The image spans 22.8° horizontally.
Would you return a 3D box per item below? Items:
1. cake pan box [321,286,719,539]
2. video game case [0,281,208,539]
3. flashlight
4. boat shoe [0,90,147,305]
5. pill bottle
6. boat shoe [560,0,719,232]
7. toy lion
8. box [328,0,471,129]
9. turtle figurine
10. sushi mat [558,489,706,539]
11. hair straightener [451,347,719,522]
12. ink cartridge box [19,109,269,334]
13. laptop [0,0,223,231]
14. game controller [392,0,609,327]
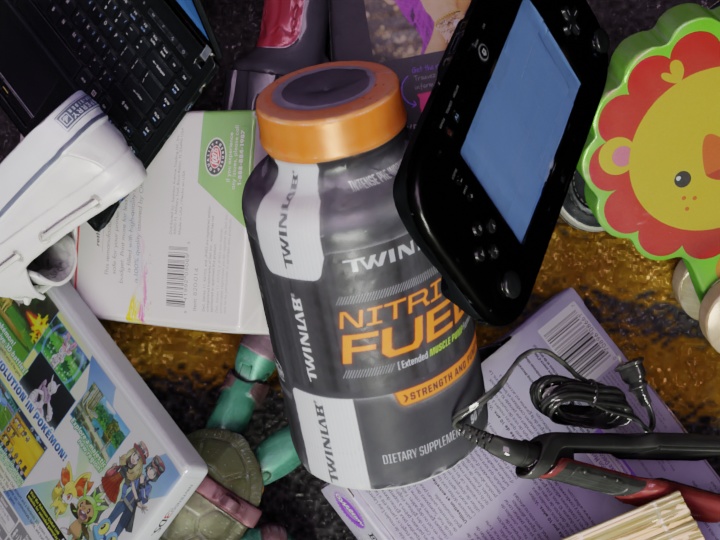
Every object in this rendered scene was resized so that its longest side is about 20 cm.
[{"bbox_3d":[0.102,0.135,0.988,0.184,0.052,0.201,-38,89,-25],"label":"cake pan box"},{"bbox_3d":[-0.190,0.108,0.992,0.183,0.022,0.200,-53,56,17],"label":"video game case"},{"bbox_3d":[-0.045,-0.175,1.027,0.067,0.068,0.202,10,92,32],"label":"flashlight"},{"bbox_3d":[-0.183,-0.014,0.951,0.065,0.074,0.200,46,134,-4],"label":"boat shoe"},{"bbox_3d":[0.000,0.000,0.890,0.105,0.107,0.202,-9,118,4],"label":"pill bottle"},{"bbox_3d":[0.186,-0.101,1.013,0.200,0.062,0.075,-41,89,4],"label":"boat shoe"},{"bbox_3d":[0.220,-0.064,0.969,0.198,0.069,0.193,-25,116,3],"label":"toy lion"},{"bbox_3d":[0.043,-0.124,0.987,0.105,0.122,0.202,-2,89,11],"label":"box"},{"bbox_3d":[-0.078,0.127,1.016,0.149,0.101,0.201,37,87,3],"label":"turtle figurine"},{"bbox_3d":[0.095,0.194,0.923,0.198,0.012,0.096,-22,89,1],"label":"sushi mat"},{"bbox_3d":[0.128,0.082,0.936,0.199,0.041,0.078,14,67,-33],"label":"hair straightener"},{"bbox_3d":[-0.110,-0.028,1.002,0.199,0.067,0.119,5,91,42],"label":"ink cartridge box"},{"bbox_3d":[-0.164,-0.149,0.926,0.178,0.103,0.200,51,119,19],"label":"laptop"},{"bbox_3d":[0.072,-0.073,0.861,0.042,0.105,0.201,-1,48,30],"label":"game controller"}]
